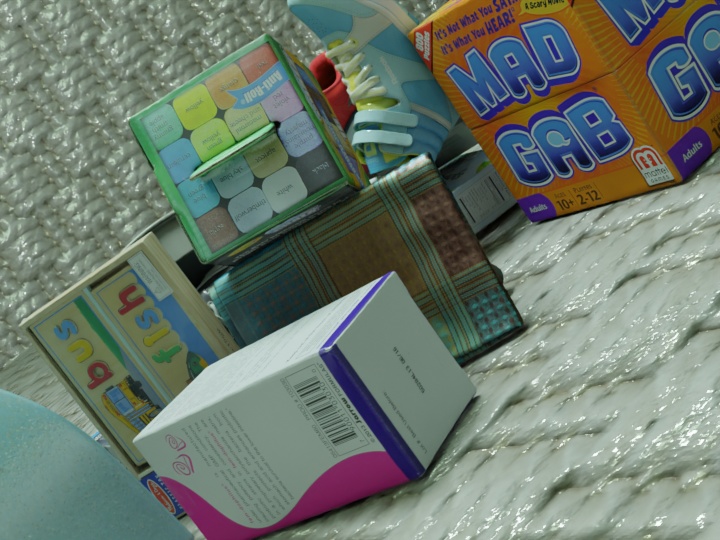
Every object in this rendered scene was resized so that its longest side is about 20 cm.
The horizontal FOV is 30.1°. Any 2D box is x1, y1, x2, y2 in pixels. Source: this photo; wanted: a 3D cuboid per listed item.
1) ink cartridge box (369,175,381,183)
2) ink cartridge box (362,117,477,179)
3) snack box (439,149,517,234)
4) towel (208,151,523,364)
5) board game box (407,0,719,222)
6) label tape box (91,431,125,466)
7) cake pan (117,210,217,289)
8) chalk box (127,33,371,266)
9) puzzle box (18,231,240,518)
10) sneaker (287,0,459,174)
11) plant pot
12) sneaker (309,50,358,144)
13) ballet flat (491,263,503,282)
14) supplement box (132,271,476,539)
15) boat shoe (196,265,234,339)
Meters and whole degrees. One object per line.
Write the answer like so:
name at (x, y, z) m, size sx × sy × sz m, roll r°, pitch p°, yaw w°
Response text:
ink cartridge box at (0.000, 0.000, 1.147) m, size 0.068 × 0.116 × 0.200 m, roll -25°, pitch 15°, yaw 41°
ink cartridge box at (0.013, -0.123, 1.315) m, size 0.200 × 0.084 × 0.176 m, roll -31°, pitch -7°, yaw 11°
snack box at (0.083, -0.063, 1.335) m, size 0.142 × 0.053 × 0.200 m, roll -36°, pitch 9°, yaw -14°
towel at (0.000, 0.026, 0.966) m, size 0.200 × 0.147 × 0.022 m, roll -31°, pitch -5°, yaw 18°
board game box at (0.206, -0.190, 1.106) m, size 0.200 × 0.200 × 0.200 m, roll -40°, pitch 12°, yaw -27°
label tape box at (-0.158, 0.136, 1.198) m, size 0.143 × 0.066 × 0.200 m, roll -39°, pitch 9°, yaw -27°
cake pan at (-0.161, 0.024, 1.179) m, size 0.200 × 0.037 × 0.201 m, roll -39°, pitch -24°, yaw -21°
chalk box at (-0.080, -0.084, 0.984) m, size 0.124 × 0.124 × 0.200 m, roll -29°, pitch -6°, yaw 6°
puzzle box at (-0.155, 0.085, 1.035) m, size 0.133 × 0.200 × 0.025 m, roll -33°, pitch 11°, yaw 20°
sneaker at (0.005, -0.161, 1.150) m, size 0.079 × 0.200 × 0.131 m, roll -9°, pitch 55°, yaw 63°
plant pot at (-0.277, 0.197, 0.931) m, size 0.195 × 0.200 × 0.196 m, roll -28°, pitch 13°, yaw 30°
sneaker at (-0.051, -0.118, 1.199) m, size 0.077 × 0.085 × 0.201 m, roll -15°, pitch 40°, yaw 40°
ballet flat at (0.017, 0.041, 1.019) m, size 0.200 × 0.069 × 0.068 m, roll -34°, pitch 36°, yaw -2°
supplement box at (-0.039, 0.097, 0.888) m, size 0.200 × 0.101 × 0.103 m, roll -27°, pitch 13°, yaw 37°
boat shoe at (-0.133, 0.053, 1.113) m, size 0.200 × 0.072 × 0.068 m, roll -37°, pitch 10°, yaw -12°
